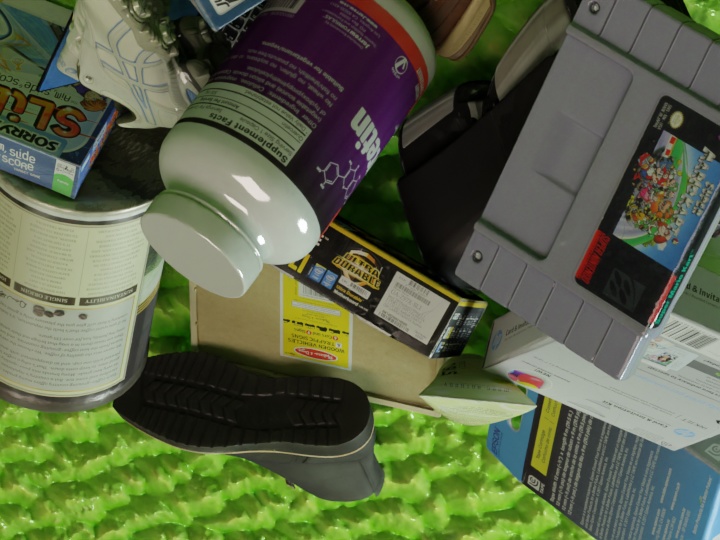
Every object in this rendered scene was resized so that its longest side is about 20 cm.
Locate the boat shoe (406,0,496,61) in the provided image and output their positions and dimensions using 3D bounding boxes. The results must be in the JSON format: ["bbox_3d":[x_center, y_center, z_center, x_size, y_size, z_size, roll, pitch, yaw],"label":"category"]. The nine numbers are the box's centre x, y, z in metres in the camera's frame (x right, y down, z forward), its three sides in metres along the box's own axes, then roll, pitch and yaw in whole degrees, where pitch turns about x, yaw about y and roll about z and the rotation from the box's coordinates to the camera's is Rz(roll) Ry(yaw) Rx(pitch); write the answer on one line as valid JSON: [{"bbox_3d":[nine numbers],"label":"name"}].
[{"bbox_3d":[0.065,-0.213,1.398,0.067,0.072,0.201,11,133,-20],"label":"boat shoe"}]

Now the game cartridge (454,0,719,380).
[{"bbox_3d":[0.147,-0.052,1.317,0.129,0.038,0.201,34,111,27],"label":"game cartridge"}]

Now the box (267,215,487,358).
[{"bbox_3d":[0.000,0.000,1.533,0.159,0.200,0.050,29,92,9],"label":"box"}]

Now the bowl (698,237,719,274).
[{"bbox_3d":[0.227,0.003,1.522,0.199,0.095,0.202,11,133,12],"label":"bowl"}]

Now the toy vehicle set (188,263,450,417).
[{"bbox_3d":[-0.030,0.035,1.693,0.198,0.027,0.125,13,132,10],"label":"toy vehicle set"}]

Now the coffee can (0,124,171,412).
[{"bbox_3d":[-0.209,-0.019,1.633,0.145,0.147,0.201,20,133,4],"label":"coffee can"}]

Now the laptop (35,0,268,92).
[{"bbox_3d":[-0.074,-0.159,1.482,0.199,0.116,0.188,30,134,-6],"label":"laptop"}]

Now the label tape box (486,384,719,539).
[{"bbox_3d":[0.188,0.125,1.650,0.200,0.066,0.144,38,140,29],"label":"label tape box"}]

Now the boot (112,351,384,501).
[{"bbox_3d":[-0.081,0.132,1.751,0.198,0.078,0.139,11,154,15],"label":"boot"}]

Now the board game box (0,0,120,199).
[{"bbox_3d":[-0.258,-0.138,1.556,0.198,0.136,0.035,21,138,2],"label":"board game box"}]

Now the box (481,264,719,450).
[{"bbox_3d":[0.189,0.052,1.452,0.155,0.041,0.200,23,156,-16],"label":"box"}]

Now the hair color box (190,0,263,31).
[{"bbox_3d":[-0.028,-0.230,1.347,0.199,0.100,0.061,-32,120,-2],"label":"hair color box"}]

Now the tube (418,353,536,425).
[{"bbox_3d":[0.078,0.084,1.570,0.058,0.200,0.052,-36,89,1],"label":"tube"}]

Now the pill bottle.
[{"bbox_3d":[-0.046,-0.084,1.395,0.112,0.201,0.113,30,158,13],"label":"pill bottle"}]

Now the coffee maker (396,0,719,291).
[{"bbox_3d":[0.121,-0.069,1.435,0.134,0.193,0.200,23,138,-23],"label":"coffee maker"}]

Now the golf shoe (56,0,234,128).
[{"bbox_3d":[-0.153,-0.144,1.411,0.096,0.079,0.200,-17,143,16],"label":"golf shoe"}]
